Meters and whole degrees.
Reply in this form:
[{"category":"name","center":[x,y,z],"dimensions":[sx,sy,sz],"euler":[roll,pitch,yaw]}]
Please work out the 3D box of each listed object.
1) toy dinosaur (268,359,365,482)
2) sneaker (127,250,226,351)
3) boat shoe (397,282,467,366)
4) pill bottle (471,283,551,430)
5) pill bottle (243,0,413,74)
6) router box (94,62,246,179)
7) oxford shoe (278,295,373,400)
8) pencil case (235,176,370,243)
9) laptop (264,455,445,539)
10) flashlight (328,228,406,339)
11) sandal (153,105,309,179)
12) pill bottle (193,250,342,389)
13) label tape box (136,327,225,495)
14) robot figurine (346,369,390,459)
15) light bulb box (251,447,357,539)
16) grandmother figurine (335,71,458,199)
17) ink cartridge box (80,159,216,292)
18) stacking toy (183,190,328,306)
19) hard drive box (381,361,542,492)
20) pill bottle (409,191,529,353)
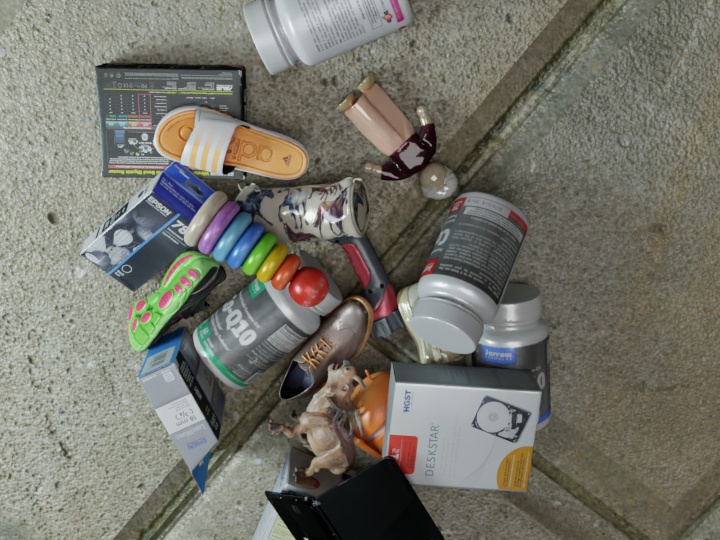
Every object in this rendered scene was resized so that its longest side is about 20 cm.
[{"category":"toy dinosaur","center":[-0.039,0.236,1.377],"dimensions":[0.135,0.086,0.200],"euler":[-8,120,20]},{"category":"sneaker","center":[-0.264,0.054,1.384],"dimensions":[0.200,0.077,0.084],"euler":[-41,144,27]},{"category":"boat shoe","center":[0.123,0.108,1.382],"dimensions":[0.065,0.072,0.200],"euler":[-22,95,32]},{"category":"pill bottle","center":[0.218,0.127,1.404],"dimensions":[0.114,0.114,0.200],"euler":[-5,108,0]},{"category":"pill bottle","center":[-0.042,-0.336,1.251],"dimensions":[0.200,0.113,0.113],"euler":[-22,107,5]},{"category":"router box","center":[-0.254,-0.203,1.313],"dimensions":[0.200,0.062,0.150],"euler":[1,108,-2]},{"category":"oxford shoe","center":[-0.050,0.119,1.389],"dimensions":[0.071,0.073,0.200],"euler":[40,118,10]},{"category":"pencil case","center":[-0.079,-0.083,1.314],"dimensions":[0.200,0.078,0.090],"euler":[-3,113,25]},{"category":"laptop","center":[-0.007,0.353,1.353],"dimensions":[0.103,0.200,0.177],"euler":[-41,108,-34]},{"category":"flashlight","center":[0.000,0.000,1.387],"dimensions":[0.068,0.068,0.200],"euler":[-14,110,49]},{"category":"sandal","center":[-0.166,-0.162,1.265],"dimensions":[0.206,0.059,0.079],"euler":[10,107,-11]},{"category":"pill bottle","center":[-0.131,0.068,1.377],"dimensions":[0.200,0.113,0.113],"euler":[-39,104,9]},{"category":"label tape box","center":[-0.242,0.200,1.400],"dimensions":[0.063,0.144,0.200],"euler":[-24,107,4]},{"category":"robot figurine","center":[0.064,0.225,1.431],"dimensions":[0.200,0.144,0.117],"euler":[36,72,-12]},{"category":"light bulb box","center":[-0.057,0.411,1.480],"dimensions":[0.198,0.125,0.200],"euler":[21,105,-7]},{"category":"grandmother figurine","center":[0.055,-0.173,1.336],"dimensions":[0.200,0.061,0.121],"euler":[44,110,-11]},{"category":"ink cartridge box","center":[-0.287,-0.058,1.336],"dimensions":[0.200,0.039,0.099],"euler":[-38,120,24]},{"category":"stacking toy","center":[-0.132,-0.017,1.280],"dimensions":[0.200,0.085,0.085],"euler":[35,104,-3]},{"category":"hard drive box","center":[0.136,0.216,1.331],"dimensions":[0.200,0.077,0.156],"euler":[3,107,-3]},{"category":"pill bottle","center":[0.146,0.003,1.316],"dimensions":[0.114,0.114,0.200],"euler":[30,67,-10]}]
